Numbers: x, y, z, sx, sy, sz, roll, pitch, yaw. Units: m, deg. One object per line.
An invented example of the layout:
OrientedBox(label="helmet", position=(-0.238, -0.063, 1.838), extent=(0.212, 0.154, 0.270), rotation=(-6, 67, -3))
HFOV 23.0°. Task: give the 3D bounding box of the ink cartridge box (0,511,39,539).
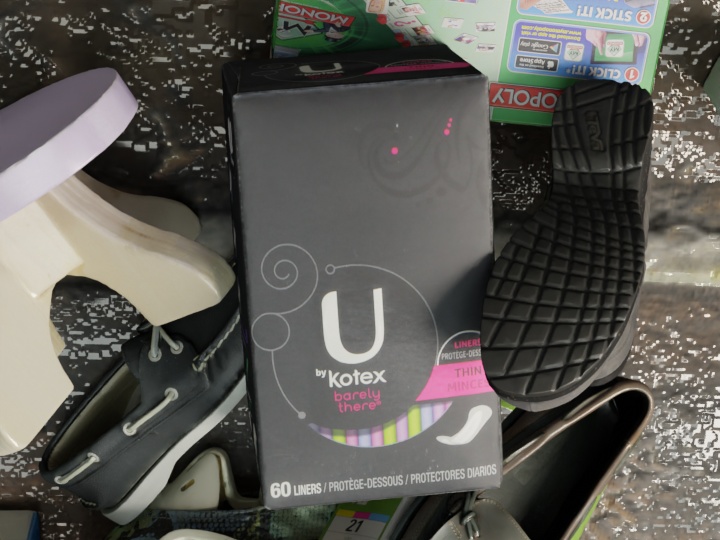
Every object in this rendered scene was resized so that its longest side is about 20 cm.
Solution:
OrientedBox(label="ink cartridge box", position=(-0.245, 0.243, 1.047), extent=(0.115, 0.067, 0.202), rotation=(0, 118, -2))

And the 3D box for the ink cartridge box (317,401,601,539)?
OrientedBox(label="ink cartridge box", position=(0.065, 0.152, 0.959), extent=(0.147, 0.076, 0.201), rotation=(36, 73, -18))

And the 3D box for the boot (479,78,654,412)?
OrientedBox(label="boot", position=(0.113, 0.017, 0.869), extent=(0.069, 0.201, 0.132), rotation=(11, 141, 19))

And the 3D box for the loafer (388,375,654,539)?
OrientedBox(label="loafer", position=(0.077, 0.122, 0.893), extent=(0.072, 0.063, 0.200), rotation=(48, 62, -12))

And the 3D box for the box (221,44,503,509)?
OrientedBox(label="box", position=(0.000, 0.000, 0.862), extent=(0.121, 0.106, 0.203), rotation=(-6, 105, -6))

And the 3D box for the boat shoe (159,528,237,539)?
OrientedBox(label="boat shoe", position=(-0.042, 0.215, 0.983), extent=(0.201, 0.060, 0.072), rotation=(38, 67, -13))

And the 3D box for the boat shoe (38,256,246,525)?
OrientedBox(label="boat shoe", position=(-0.105, 0.058, 0.962), extent=(0.060, 0.076, 0.201), rotation=(28, 112, -22))

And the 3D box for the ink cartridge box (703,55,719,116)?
OrientedBox(label="ink cartridge box", position=(0.280, -0.039, 0.873), extent=(0.198, 0.174, 0.044), rotation=(22, 115, -13))

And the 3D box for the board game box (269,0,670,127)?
OrientedBox(label="board game box", position=(0.057, -0.143, 0.892), extent=(0.197, 0.029, 0.136), rotation=(6, 118, -6))

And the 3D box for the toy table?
OrientedBox(label="toy table", position=(-0.160, -0.011, 0.879), extent=(0.199, 0.184, 0.118), rotation=(-11, 120, 50))

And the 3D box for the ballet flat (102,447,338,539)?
OrientedBox(label="ballet flat", position=(-0.060, 0.129, 1.015), extent=(0.197, 0.074, 0.075), rotation=(-8, 117, -1))
